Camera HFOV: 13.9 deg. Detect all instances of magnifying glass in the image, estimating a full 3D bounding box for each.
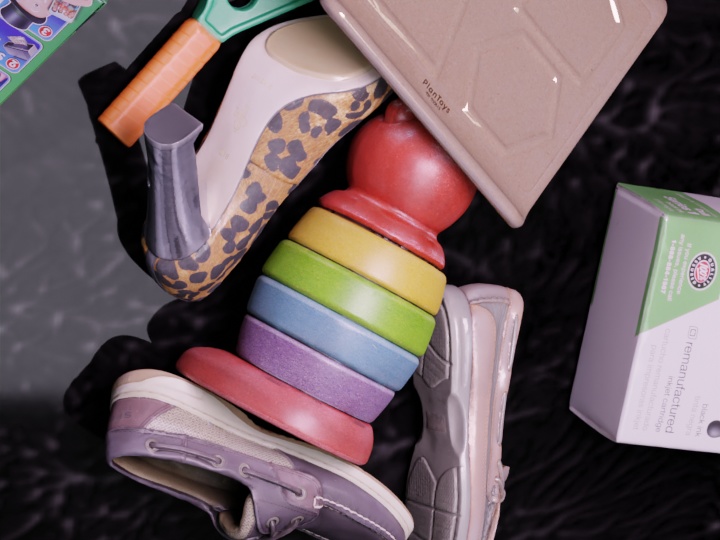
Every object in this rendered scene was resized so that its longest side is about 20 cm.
[{"bbox_3d":[-0.074,-0.152,1.676,0.080,0.022,0.200,43,86,-23],"label":"magnifying glass"}]

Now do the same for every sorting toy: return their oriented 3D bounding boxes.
[{"bbox_3d":[0.075,-0.153,1.683,0.185,0.036,0.200,48,58,-23],"label":"sorting toy"}]

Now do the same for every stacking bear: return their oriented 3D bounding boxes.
[{"bbox_3d":[0.000,0.000,1.695,0.121,0.114,0.200,28,88,-25],"label":"stacking bear"}]

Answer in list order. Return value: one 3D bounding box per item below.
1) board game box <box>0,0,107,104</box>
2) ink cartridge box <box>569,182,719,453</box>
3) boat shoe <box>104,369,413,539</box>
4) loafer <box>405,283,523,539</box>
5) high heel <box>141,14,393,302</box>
[{"bbox_3d":[-0.252,-0.166,1.565,0.200,0.029,0.135,34,129,-24],"label":"board game box"},{"bbox_3d":[0.244,0.036,1.797,0.199,0.084,0.147,7,102,-20],"label":"ink cartridge box"},{"bbox_3d":[-0.063,0.128,1.712,0.200,0.072,0.065,30,57,-19],"label":"boat shoe"},{"bbox_3d":[0.068,0.106,1.766,0.063,0.072,0.201,-4,102,-26],"label":"loafer"},{"bbox_3d":[-0.042,-0.067,1.695,0.200,0.071,0.143,-27,143,-25],"label":"high heel"}]
